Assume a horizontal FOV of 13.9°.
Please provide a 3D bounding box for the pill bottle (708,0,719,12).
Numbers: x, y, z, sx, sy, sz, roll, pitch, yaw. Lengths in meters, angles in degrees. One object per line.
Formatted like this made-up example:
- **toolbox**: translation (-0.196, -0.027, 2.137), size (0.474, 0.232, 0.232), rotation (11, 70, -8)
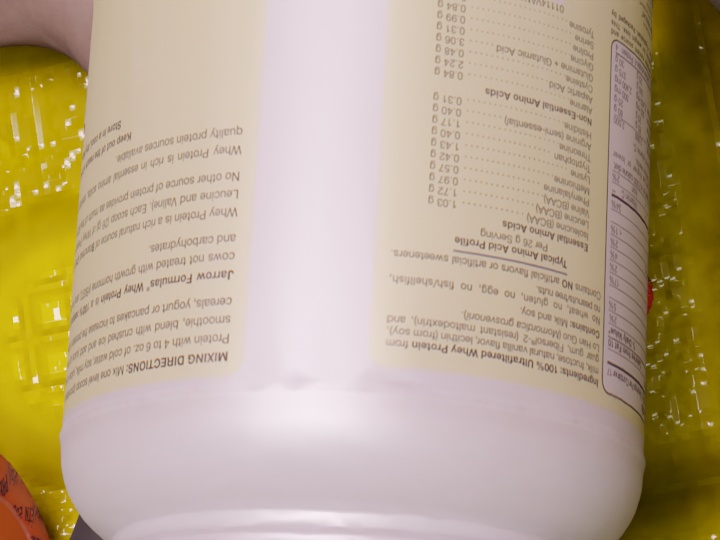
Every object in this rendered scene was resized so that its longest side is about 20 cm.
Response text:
- **pill bottle**: translation (0.149, -0.159, 0.785), size (0.200, 0.113, 0.113), rotation (-45, 72, 6)

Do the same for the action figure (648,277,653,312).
- **action figure**: translation (0.018, -0.062, 0.846), size (0.065, 0.052, 0.200), rotation (-41, 76, 13)

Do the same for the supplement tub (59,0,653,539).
- **supplement tub**: translation (0.000, 0.000, 0.732), size (0.144, 0.145, 0.201), rotation (-2, 74, 17)

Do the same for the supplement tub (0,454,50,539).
- **supplement tub**: translation (-0.192, 0.114, 0.847), size (0.199, 0.122, 0.123), rotation (-13, 79, 15)

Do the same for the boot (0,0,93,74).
- **boot**: translation (-0.130, -0.090, 0.889), size (0.146, 0.070, 0.201), rotation (-27, 71, 15)

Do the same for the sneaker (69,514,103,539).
- **sneaker**: translation (0.010, 0.069, 0.818), size (0.199, 0.071, 0.100), rotation (5, 80, 15)
